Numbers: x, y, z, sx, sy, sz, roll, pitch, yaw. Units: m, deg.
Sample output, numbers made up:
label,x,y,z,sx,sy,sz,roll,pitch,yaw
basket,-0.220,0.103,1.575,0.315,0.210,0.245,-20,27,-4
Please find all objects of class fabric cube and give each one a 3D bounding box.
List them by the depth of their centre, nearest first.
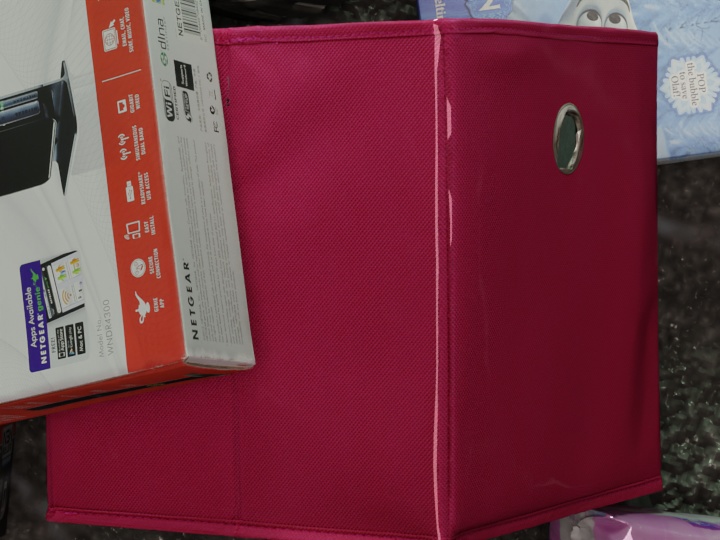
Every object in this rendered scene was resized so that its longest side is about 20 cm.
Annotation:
label,x,y,z,sx,sy,sz,roll,pitch,yaw
fabric cube,0.000,0.000,1.067,0.199,0.196,0.200,1,93,31

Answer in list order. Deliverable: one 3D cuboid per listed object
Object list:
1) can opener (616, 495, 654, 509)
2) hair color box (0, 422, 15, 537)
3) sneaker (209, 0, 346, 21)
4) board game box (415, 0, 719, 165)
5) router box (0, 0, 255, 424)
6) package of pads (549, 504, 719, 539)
label,x,y,z,sx,sy,sz,roll,pitch,yaw
can opener,0.086,0.090,1.184,0.067,0.053,0.200,-23,91,34
hair color box,-0.263,0.089,1.153,0.199,0.111,0.064,5,92,1
sneaker,-0.014,-0.192,1.144,0.200,0.078,0.090,-47,51,34
board game box,0.121,-0.147,1.173,0.198,0.043,0.201,-8,91,1
router box,-0.138,-0.043,0.998,0.179,0.049,0.201,-14,79,29
package of pads,0.167,0.171,1.125,0.199,0.076,0.121,10,91,-27
